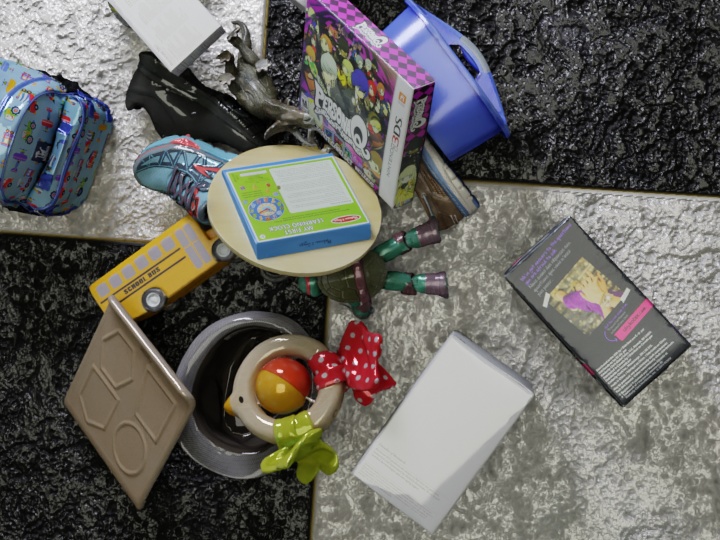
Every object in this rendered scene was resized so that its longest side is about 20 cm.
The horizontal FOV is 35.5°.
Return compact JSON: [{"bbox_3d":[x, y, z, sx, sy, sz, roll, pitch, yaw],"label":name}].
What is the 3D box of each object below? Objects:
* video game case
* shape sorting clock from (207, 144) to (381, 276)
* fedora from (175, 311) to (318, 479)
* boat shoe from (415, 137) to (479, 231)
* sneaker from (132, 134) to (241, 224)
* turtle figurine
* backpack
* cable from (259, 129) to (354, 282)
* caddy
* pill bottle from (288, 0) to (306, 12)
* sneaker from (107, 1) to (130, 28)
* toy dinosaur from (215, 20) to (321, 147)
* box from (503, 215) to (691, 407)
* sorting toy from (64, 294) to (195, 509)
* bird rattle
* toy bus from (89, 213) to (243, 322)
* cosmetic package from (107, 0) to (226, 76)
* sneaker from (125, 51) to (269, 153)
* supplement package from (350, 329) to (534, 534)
[{"bbox_3d":[0.001,-0.197,1.283,0.036,0.181,0.200,-25,57,-27],"label":"video game case"},{"bbox_3d":[-0.075,-0.070,1.289,0.200,0.200,0.039,19,135,6],"label":"shape sorting clock"},{"bbox_3d":[-0.132,0.147,1.368,0.177,0.090,0.200,20,87,5],"label":"fedora"},{"bbox_3d":[0.056,-0.134,1.354,0.072,0.072,0.200,-39,86,7],"label":"boat shoe"},{"bbox_3d":[-0.188,-0.102,1.347,0.200,0.096,0.079,10,129,12],"label":"sneaker"},{"bbox_3d":[0.000,0.000,1.335,0.200,0.101,0.150,-8,114,4],"label":"turtle figurine"},{"bbox_3d":[-0.404,-0.156,1.345,0.134,0.200,0.183,23,92,6],"label":"backpack"},{"bbox_3d":[-0.054,-0.071,1.392,0.097,0.050,0.200,22,104,3],"label":"cable"},{"bbox_3d":[0.097,-0.223,1.314,0.105,0.141,0.200,-37,87,6],"label":"caddy"},{"bbox_3d":[-0.021,-0.402,1.347,0.104,0.104,0.200,37,95,5],"label":"pill bottle"},{"bbox_3d":[-0.231,-0.380,1.387,0.075,0.076,0.200,43,94,7],"label":"sneaker"},{"bbox_3d":[-0.133,-0.227,1.364,0.077,0.102,0.200,-33,52,-8],"label":"toy dinosaur"},{"bbox_3d":[0.269,0.044,1.303,0.106,0.122,0.200,-42,85,6],"label":"box"},{"bbox_3d":[-0.276,0.157,1.351,0.185,0.036,0.200,46,125,28],"label":"sorting toy"},{"bbox_3d":[-0.065,0.135,1.275,0.163,0.113,0.200,26,84,19],"label":"bird rattle"},{"bbox_3d":[-0.229,-0.005,1.393,0.200,0.065,0.078,-35,84,6],"label":"toy bus"},{"bbox_3d":[-0.256,-0.332,1.327,0.083,0.051,0.200,-41,91,2],"label":"cosmetic package"},{"bbox_3d":[-0.203,-0.189,1.394,0.200,0.076,0.091,34,105,10],"label":"sneaker"},{"bbox_3d":[0.099,0.185,1.325,0.120,0.121,0.200,36,95,6],"label":"supplement package"}]
